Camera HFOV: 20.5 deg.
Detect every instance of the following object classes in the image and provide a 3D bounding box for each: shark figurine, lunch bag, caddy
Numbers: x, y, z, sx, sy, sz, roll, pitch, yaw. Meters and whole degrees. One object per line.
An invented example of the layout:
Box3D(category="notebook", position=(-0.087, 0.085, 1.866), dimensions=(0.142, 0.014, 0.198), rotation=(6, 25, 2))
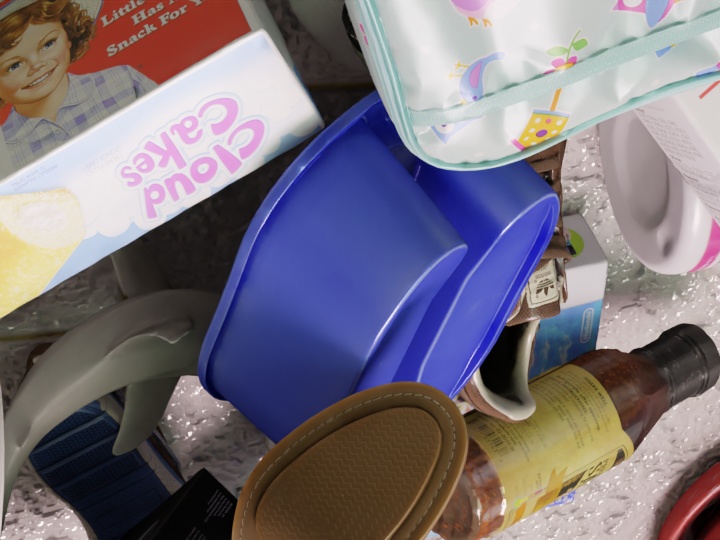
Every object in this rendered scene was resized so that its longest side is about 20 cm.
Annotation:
Box3D(category="shark figurine", position=(-0.116, 0.055, 0.940), dimensions=(0.214, 0.089, 0.129), rotation=(-40, 107, -30))
Box3D(category="lunch bag", position=(0.090, -0.131, 0.779), dimensions=(0.198, 0.077, 0.161), rotation=(-19, 128, -1))
Box3D(category="caddy", position=(0.000, 0.000, 0.909), dimensions=(0.141, 0.105, 0.201), rotation=(-27, 153, -42))

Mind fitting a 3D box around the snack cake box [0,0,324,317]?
Box3D(category="snack cake box", position=(-0.128, -0.068, 0.866), dimensions=(0.199, 0.115, 0.067), rotation=(-30, 136, 5))

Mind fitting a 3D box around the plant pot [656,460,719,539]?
Box3D(category="plant pot", position=(0.296, 0.212, 1.262), dimensions=(0.199, 0.183, 0.202), rotation=(-12, 134, -13))

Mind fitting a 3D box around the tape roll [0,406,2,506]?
Box3D(category="tape roll", position=(-0.209, 0.122, 0.931), dimensions=(0.037, 0.204, 0.204), rotation=(6, 127, -23))

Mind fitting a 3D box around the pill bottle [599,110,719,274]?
Box3D(category="pill bottle", position=(0.234, -0.071, 1.027), dimensions=(0.198, 0.114, 0.114), rotation=(-11, 134, -15))

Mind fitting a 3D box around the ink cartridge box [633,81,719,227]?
Box3D(category="ink cartridge box", position=(0.194, -0.087, 0.914), dimensions=(0.116, 0.068, 0.200), rotation=(-42, 110, -5))

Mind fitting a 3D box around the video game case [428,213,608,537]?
Box3D(category="video game case", position=(0.040, 0.072, 1.119), dimensions=(0.180, 0.046, 0.201), rotation=(-11, 134, -13))

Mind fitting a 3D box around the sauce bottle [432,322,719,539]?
Box3D(category="sauce bottle", position=(0.116, 0.082, 1.070), dimensions=(0.199, 0.066, 0.066), rotation=(-23, 139, -32))

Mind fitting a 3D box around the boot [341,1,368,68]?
Box3D(category="boot", position=(0.046, -0.189, 0.818), dimensions=(0.203, 0.074, 0.154), rotation=(-36, 130, 10))

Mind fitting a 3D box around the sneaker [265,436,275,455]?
Box3D(category="sneaker", position=(-0.014, 0.125, 1.069), dimensions=(0.086, 0.075, 0.201), rotation=(-26, 156, -38))

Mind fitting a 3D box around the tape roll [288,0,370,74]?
Box3D(category="tape roll", position=(0.051, -0.175, 0.905), dimensions=(0.201, 0.037, 0.204), rotation=(-13, 133, -14))

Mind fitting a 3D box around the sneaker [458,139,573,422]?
Box3D(category="sneaker", position=(0.080, -0.016, 0.975), dimensions=(0.070, 0.076, 0.201), rotation=(-17, 133, -29))

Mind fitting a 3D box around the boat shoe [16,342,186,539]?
Box3D(category="boat shoe", position=(-0.121, 0.114, 1.063), dimensions=(0.072, 0.073, 0.201), rotation=(-22, 130, 0))

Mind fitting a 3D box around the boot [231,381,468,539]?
Box3D(category="boot", position=(-0.002, 0.131, 0.897), dimensions=(0.201, 0.076, 0.155), rotation=(-57, 159, 11))

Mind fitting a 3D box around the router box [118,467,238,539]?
Box3D(category="router box", position=(-0.141, 0.203, 0.946), dimensions=(0.052, 0.200, 0.157), rotation=(44, 130, -6))
